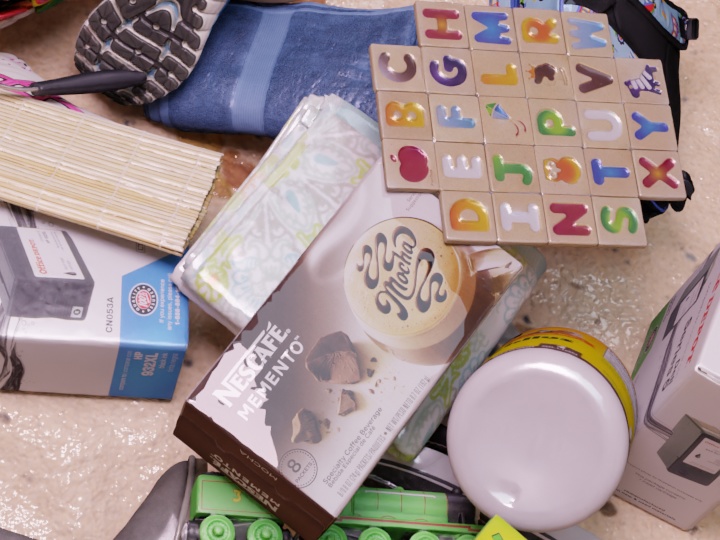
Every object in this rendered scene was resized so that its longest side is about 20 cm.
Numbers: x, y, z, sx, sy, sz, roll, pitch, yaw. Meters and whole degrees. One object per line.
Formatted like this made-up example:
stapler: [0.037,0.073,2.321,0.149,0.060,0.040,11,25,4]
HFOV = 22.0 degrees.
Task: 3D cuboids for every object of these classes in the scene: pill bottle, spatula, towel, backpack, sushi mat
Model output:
pill bottle: [0.119,0.094,1.170,0.108,0.200,0.110,1,93,10]
spatula: [-0.230,-0.126,1.222,0.199,0.056,0.021,-3,101,-36]
towel: [-0.052,-0.142,1.316,0.198,0.049,0.112,8,60,19]
towel: [0.000,0.000,1.205,0.199,0.048,0.172,37,70,3]
backpack: [0.148,-0.145,1.309,0.133,0.200,0.184,-8,61,29]
sushi mat: [-0.193,-0.071,1.209,0.198,0.012,0.096,17,45,0]

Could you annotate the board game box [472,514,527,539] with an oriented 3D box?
board game box: [0.042,0.228,1.108,0.048,0.200,0.102,39,61,7]

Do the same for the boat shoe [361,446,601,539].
boat shoe: [0.063,0.170,1.218,0.198,0.074,0.069,28,71,-11]

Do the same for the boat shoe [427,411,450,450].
boat shoe: [0.010,0.085,1.263,0.199,0.063,0.073,27,25,-13]

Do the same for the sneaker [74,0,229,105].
sneaker: [-0.121,-0.196,1.294,0.078,0.200,0.090,42,25,-10]

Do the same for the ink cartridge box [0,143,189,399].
ink cartridge box: [-0.216,-0.002,1.225,0.198,0.084,0.146,4,63,-12]

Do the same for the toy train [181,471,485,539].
toy train: [-0.013,0.157,1.149,0.198,0.042,0.057,6,62,-13]

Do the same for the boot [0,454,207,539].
boot: [-0.205,0.175,1.156,0.198,0.073,0.183,15,59,1]

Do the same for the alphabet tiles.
alphabet tiles: [0.105,-0.092,1.156,0.198,0.006,0.168,1,66,-16]

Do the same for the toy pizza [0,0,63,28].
toy pizza: [-0.208,-0.204,1.278,0.200,0.200,0.032,-34,101,-26]

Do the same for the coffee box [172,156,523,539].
coffee box: [-0.008,0.048,1.120,0.113,0.080,0.200,38,69,3]

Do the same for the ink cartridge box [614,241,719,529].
ink cartridge box: [0.244,0.066,1.242,0.083,0.200,0.146,26,60,0]

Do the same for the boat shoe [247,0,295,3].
boat shoe: [-0.110,-0.259,1.351,0.199,0.068,0.072,28,51,26]

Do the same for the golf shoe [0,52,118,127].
golf shoe: [-0.238,-0.114,1.283,0.198,0.073,0.093,16,59,-6]
